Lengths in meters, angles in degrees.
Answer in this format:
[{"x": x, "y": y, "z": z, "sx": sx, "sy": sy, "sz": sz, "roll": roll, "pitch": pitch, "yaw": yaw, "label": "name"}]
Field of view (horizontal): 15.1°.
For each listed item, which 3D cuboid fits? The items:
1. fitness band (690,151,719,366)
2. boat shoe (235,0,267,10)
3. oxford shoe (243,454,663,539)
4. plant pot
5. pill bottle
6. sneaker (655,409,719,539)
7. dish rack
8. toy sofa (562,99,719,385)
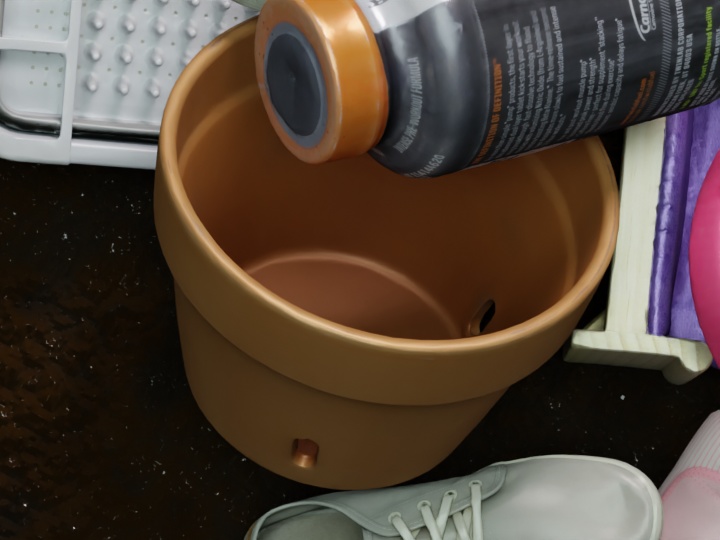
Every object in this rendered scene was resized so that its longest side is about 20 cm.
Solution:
[{"x": 0.220, "y": -0.018, "z": 1.217, "sx": 0.200, "sy": 0.037, "sz": 0.144, "roll": -49, "pitch": 113, "yaw": -33, "label": "fitness band"}, {"x": 0.010, "y": -0.162, "z": 1.198, "sx": 0.200, "sy": 0.070, "sz": 0.072, "roll": -10, "pitch": 38, "yaw": -24, "label": "boat shoe"}, {"x": 0.038, "y": 0.125, "z": 1.228, "sx": 0.199, "sy": 0.058, "sz": 0.076, "roll": -8, "pitch": 77, "yaw": 10, "label": "oxford shoe"}, {"x": 0.000, "y": 0.000, "z": 1.193, "sx": 0.199, "sy": 0.140, "sz": 0.201, "roll": 8, "pitch": 48, "yaw": -9, "label": "plant pot"}, {"x": 0.057, "y": -0.099, "z": 1.130, "sx": 0.199, "sy": 0.106, "sz": 0.107, "roll": -16, "pitch": 83, "yaw": -28, "label": "pill bottle"}, {"x": 0.228, "y": 0.130, "z": 1.236, "sx": 0.199, "sy": 0.075, "sz": 0.105, "roll": 26, "pitch": 89, "yaw": 7, "label": "sneaker"}, {"x": -0.083, "y": -0.132, "z": 1.251, "sx": 0.199, "sy": 0.044, "sz": 0.173, "roll": 4, "pitch": 100, "yaw": -11, "label": "dish rack"}, {"x": 0.150, "y": -0.050, "z": 1.253, "sx": 0.097, "sy": 0.083, "sz": 0.201, "roll": 6, "pitch": 84, "yaw": 2, "label": "toy sofa"}]
